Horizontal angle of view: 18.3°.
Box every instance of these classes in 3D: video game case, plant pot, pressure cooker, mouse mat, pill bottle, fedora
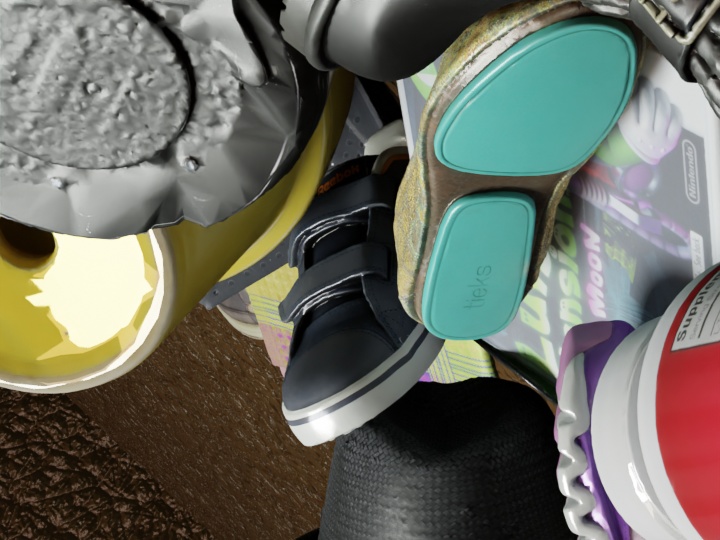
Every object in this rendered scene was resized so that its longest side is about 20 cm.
[{"bbox_3d":[0.079,-0.027,0.848,0.182,0.023,0.201,34,146,42],"label":"video game case"},{"bbox_3d":[-0.114,-0.055,0.929,0.201,0.200,0.189,51,-152,-20],"label":"plant pot"},{"bbox_3d":[-0.081,-0.135,0.778,0.178,0.201,0.176,-16,130,30],"label":"pressure cooker"},{"bbox_3d":[0.126,0.082,1.001,0.199,0.008,0.161,33,-178,-14],"label":"mouse mat"},{"bbox_3d":[0.157,0.042,0.687,0.112,0.112,0.200,48,155,-11],"label":"pill bottle"},{"bbox_3d":[0.041,0.098,0.984,0.200,0.199,0.092,-162,66,-63],"label":"fedora"}]

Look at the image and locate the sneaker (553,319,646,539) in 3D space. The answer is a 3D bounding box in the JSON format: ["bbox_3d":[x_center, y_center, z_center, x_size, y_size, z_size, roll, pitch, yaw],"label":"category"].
[{"bbox_3d":[0.130,0.105,0.816,0.081,0.088,0.201,-57,-52,-67],"label":"sneaker"}]

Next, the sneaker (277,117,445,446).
[{"bbox_3d":[0.000,0.000,1.002,0.080,0.078,0.200,56,-151,-15],"label":"sneaker"}]

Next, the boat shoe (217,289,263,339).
[{"bbox_3d":[-0.035,-0.004,1.327,0.200,0.074,0.074,8,131,55],"label":"boat shoe"}]

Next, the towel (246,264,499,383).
[{"bbox_3d":[-0.002,0.010,1.200,0.199,0.023,0.144,12,129,46],"label":"towel"}]

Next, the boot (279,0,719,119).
[{"bbox_3d":[0.076,-0.075,0.614,0.158,0.079,0.211,46,142,1],"label":"boot"}]

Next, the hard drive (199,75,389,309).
[{"bbox_3d":[-0.076,-0.090,1.065,0.200,0.134,0.042,55,-171,-29],"label":"hard drive"}]

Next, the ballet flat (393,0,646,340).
[{"bbox_3d":[0.048,-0.051,0.789,0.071,0.071,0.200,42,149,17],"label":"ballet flat"}]
